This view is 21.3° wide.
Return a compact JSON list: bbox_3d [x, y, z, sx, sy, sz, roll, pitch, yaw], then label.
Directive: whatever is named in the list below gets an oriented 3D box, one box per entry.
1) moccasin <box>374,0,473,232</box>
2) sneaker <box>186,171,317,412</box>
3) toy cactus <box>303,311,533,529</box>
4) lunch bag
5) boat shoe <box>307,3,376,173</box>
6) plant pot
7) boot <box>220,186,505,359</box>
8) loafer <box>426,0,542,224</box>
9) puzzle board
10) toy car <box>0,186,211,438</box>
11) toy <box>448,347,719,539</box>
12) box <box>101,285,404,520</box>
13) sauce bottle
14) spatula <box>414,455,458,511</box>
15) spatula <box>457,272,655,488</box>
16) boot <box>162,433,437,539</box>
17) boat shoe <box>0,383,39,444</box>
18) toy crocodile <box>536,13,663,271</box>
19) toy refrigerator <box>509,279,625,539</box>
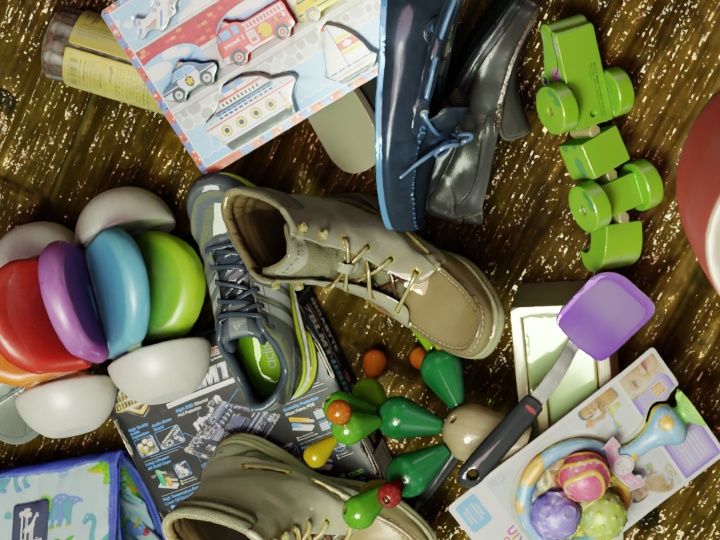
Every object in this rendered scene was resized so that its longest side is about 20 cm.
[{"bbox_3d":[0.047,-0.119,1.391,0.068,0.081,0.200,4,118,7],"label":"moccasin"},{"bbox_3d":[-0.086,0.019,1.488,0.074,0.081,0.200,-17,104,14],"label":"sneaker"},{"bbox_3d":[0.052,0.110,1.488,0.165,0.200,0.102,12,142,11],"label":"toy cactus"},{"bbox_3d":[-0.254,0.261,1.637,0.170,0.127,0.200,-11,92,18],"label":"lunch bag"},{"bbox_3d":[-0.023,-0.176,1.474,0.074,0.063,0.202,-15,104,40],"label":"boat shoe"},{"bbox_3d":[0.322,-0.041,1.374,0.200,0.177,0.201,4,109,12],"label":"plant pot"},{"bbox_3d":[0.000,0.000,1.431,0.200,0.155,0.072,41,113,36],"label":"boot"},{"bbox_3d":[0.098,-0.125,1.461,0.072,0.073,0.200,23,121,-5],"label":"loafer"},{"bbox_3d":[-0.078,-0.179,1.438,0.200,0.017,0.151,-29,99,21],"label":"puzzle board"},{"bbox_3d":[-0.224,0.029,1.515,0.200,0.150,0.175,-20,75,18],"label":"toy car"},{"bbox_3d":[0.181,0.165,1.462,0.200,0.047,0.115,-39,111,-5],"label":"toy"},{"bbox_3d":[-0.091,0.139,1.594,0.200,0.050,0.199,-23,99,17],"label":"box"},{"bbox_3d":[-0.149,-0.152,1.506,0.200,0.065,0.065,19,110,7],"label":"sauce bottle"},{"bbox_3d":[0.050,0.204,1.583,0.021,0.057,0.200,25,108,0],"label":"spatula"},{"bbox_3d":[0.140,0.086,1.447,0.057,0.021,0.200,42,84,-12],"label":"spatula"},{"bbox_3d":[-0.045,0.211,1.489,0.200,0.155,0.072,26,111,5],"label":"boot"},{"bbox_3d":[-0.338,0.060,1.625,0.074,0.065,0.202,-42,101,2],"label":"boat shoe"},{"bbox_3d":[0.175,-0.095,1.456,0.067,0.062,0.200,-23,103,-24],"label":"toy crocodile"},{"bbox_3d":[0.167,0.113,1.516,0.076,0.070,0.200,-2,107,13],"label":"toy refrigerator"}]
